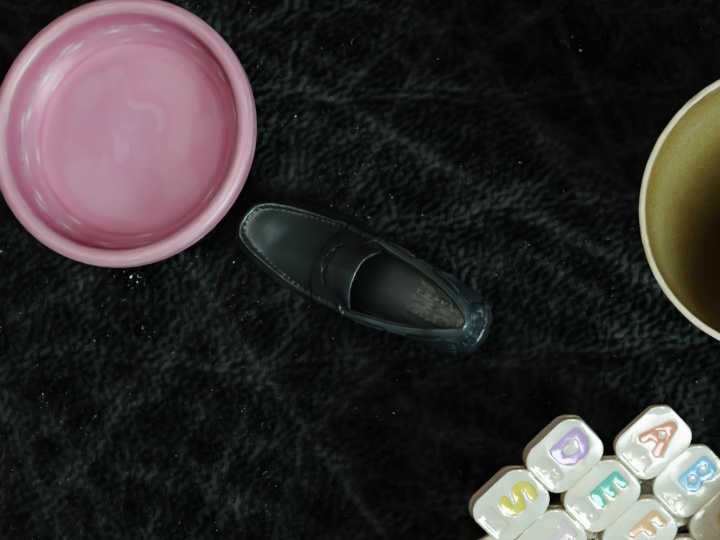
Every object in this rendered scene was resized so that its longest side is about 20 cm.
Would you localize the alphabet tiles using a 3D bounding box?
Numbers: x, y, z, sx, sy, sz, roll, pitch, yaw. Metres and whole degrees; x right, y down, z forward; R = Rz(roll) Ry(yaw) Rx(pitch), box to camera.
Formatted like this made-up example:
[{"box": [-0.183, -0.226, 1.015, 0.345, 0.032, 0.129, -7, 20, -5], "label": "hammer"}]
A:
[{"box": [0.169, 0.192, 1.683, 0.196, 0.015, 0.200, -43, 108, 3], "label": "alphabet tiles"}]

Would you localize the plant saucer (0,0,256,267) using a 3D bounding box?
[{"box": [-0.170, -0.099, 1.841, 0.200, 0.051, 0.201, -2, 81, 13], "label": "plant saucer"}]

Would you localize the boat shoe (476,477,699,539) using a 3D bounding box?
[{"box": [0.138, 0.194, 1.718, 0.200, 0.072, 0.065, -28, 75, 2], "label": "boat shoe"}]

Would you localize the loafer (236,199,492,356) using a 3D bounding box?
[{"box": [0.000, 0.000, 1.776, 0.200, 0.070, 0.068, 25, 88, 15], "label": "loafer"}]

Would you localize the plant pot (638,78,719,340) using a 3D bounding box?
[{"box": [0.287, -0.026, 1.647, 0.186, 0.200, 0.186, -2, 82, 12], "label": "plant pot"}]
